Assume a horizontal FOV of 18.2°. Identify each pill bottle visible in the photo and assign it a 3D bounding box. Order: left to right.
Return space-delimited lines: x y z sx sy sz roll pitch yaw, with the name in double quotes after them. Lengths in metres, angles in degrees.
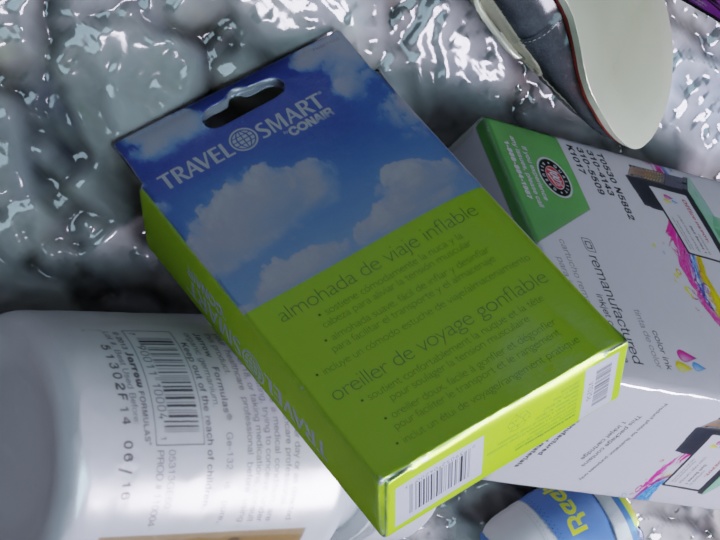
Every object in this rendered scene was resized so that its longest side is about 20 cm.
-0.066 0.075 0.955 0.199 0.114 0.115 2 115 -37 "pill bottle"

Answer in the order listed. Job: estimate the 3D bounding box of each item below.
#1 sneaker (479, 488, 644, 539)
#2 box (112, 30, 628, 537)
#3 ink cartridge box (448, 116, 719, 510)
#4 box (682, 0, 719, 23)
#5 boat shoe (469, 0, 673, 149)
0.099 0.198 1.181 0.082 0.074 0.201 -17 117 -26 "sneaker"
0.000 0.000 0.914 0.122 0.200 0.048 -28 148 -20 "box"
0.125 0.025 1.033 0.199 0.145 0.084 11 136 -40 "ink cartridge box"
0.134 -0.157 0.944 0.036 0.143 0.200 -49 133 0 "box"
0.078 -0.126 0.979 0.200 0.062 0.071 49 57 -45 "boat shoe"
